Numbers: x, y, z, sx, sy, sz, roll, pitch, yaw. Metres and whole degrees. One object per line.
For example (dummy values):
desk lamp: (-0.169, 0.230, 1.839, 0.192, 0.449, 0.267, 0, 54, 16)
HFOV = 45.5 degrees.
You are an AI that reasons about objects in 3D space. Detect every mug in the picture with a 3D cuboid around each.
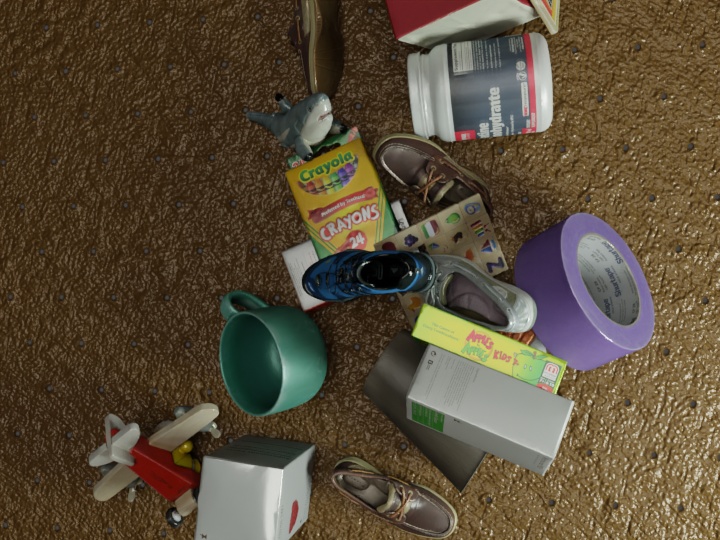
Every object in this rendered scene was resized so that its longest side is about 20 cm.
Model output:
mug: (-0.124, 0.114, 1.282, 0.151, 0.114, 0.187, -10, 88, 45)

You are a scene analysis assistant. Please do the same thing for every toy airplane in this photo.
toy airplane: (-0.312, 0.277, 1.310, 0.197, 0.142, 0.201, 2, 120, -4)

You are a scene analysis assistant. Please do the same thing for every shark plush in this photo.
shark plush: (-0.100, -0.237, 1.303, 0.091, 0.199, 0.084, -36, 123, -17)

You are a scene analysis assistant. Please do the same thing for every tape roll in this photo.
tape roll: (0.309, 0.029, 1.179, 0.085, 0.199, 0.202, -32, 82, 42)

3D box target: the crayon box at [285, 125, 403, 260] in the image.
crayon box: (-0.028, -0.104, 1.263, 0.126, 0.051, 0.202, -24, 80, 7)

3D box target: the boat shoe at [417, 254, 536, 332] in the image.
boat shoe: (0.140, 0.031, 1.159, 0.201, 0.064, 0.075, 28, 112, 37)

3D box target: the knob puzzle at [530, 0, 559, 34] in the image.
knob puzzle: (0.243, -0.463, 1.191, 0.030, 0.219, 0.222, -11, 86, 34)

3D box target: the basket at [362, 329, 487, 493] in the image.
basket: (0.113, 0.189, 1.248, 0.199, 0.136, 0.181, 33, 80, 13)

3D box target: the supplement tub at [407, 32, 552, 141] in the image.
supplement tub: (0.173, -0.263, 1.248, 0.197, 0.140, 0.142, -5, 87, 9)

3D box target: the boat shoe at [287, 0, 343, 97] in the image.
boat shoe: (-0.077, -0.367, 1.340, 0.071, 0.072, 0.203, 2, 100, 40)

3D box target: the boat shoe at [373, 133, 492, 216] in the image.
boat shoe: (0.109, -0.129, 1.236, 0.199, 0.072, 0.072, 28, 114, -24)

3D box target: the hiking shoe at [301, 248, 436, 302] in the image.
hiking shoe: (0.000, 0.000, 1.168, 0.198, 0.087, 0.075, -9, 81, 24)

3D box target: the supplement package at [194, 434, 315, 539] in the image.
supplement package: (-0.148, 0.320, 1.249, 0.118, 0.200, 0.123, 6, 89, 10)

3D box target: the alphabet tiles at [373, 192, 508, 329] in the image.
alphabet tiles: (0.131, 0.007, 1.252, 0.166, 0.008, 0.201, -26, 119, 2)

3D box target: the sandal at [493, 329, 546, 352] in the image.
sandal: (0.189, 0.070, 1.239, 0.079, 0.059, 0.207, -39, 82, 0)

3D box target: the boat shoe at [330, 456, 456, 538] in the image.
boat shoe: (0.046, 0.339, 1.263, 0.198, 0.072, 0.073, 27, 92, 9)

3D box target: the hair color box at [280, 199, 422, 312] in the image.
hair color box: (-0.010, -0.020, 1.309, 0.198, 0.061, 0.102, -23, 83, 9)

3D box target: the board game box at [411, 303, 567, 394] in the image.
board game box: (0.170, 0.108, 1.154, 0.198, 0.102, 0.048, 22, 84, 10)

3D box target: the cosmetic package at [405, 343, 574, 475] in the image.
cosmetic package: (0.165, 0.181, 1.121, 0.198, 0.108, 0.085, 22, 68, 14)

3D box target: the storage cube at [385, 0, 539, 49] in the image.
storage cube: (0.136, -0.431, 1.224, 0.198, 0.170, 0.182, -17, 85, 31)
